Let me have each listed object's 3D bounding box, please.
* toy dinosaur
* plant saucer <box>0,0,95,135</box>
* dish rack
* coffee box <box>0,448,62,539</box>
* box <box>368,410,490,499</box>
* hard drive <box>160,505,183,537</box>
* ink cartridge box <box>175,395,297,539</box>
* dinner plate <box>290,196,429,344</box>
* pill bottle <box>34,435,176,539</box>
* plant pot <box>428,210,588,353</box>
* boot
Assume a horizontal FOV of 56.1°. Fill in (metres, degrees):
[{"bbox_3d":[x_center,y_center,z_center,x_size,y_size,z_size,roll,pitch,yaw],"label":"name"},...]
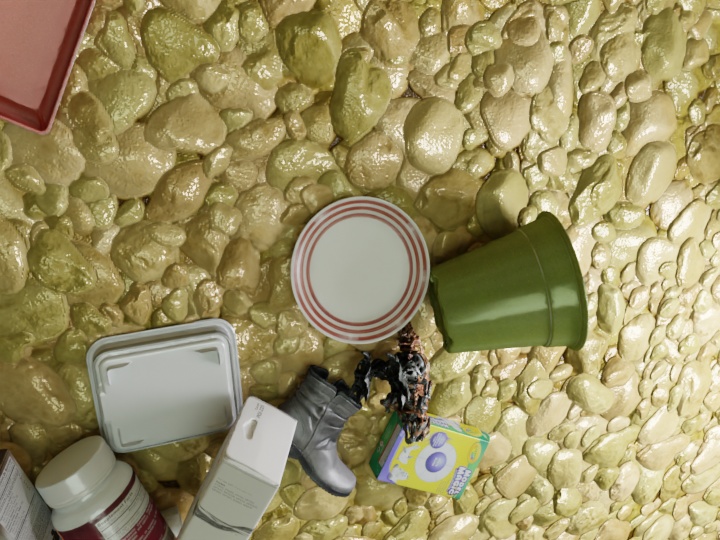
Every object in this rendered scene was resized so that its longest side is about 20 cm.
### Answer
[{"bbox_3d":[0.059,0.153,1.001,0.101,0.204,0.134,-31,163,36],"label":"toy dinosaur"},{"bbox_3d":[-0.389,-0.275,0.696,0.196,0.037,0.203,21,102,-26],"label":"plant saucer"},{"bbox_3d":[-0.258,0.163,0.911,0.195,0.044,0.176,-8,114,-16],"label":"dish rack"},{"bbox_3d":[-0.457,0.317,0.832,0.110,0.081,0.203,-6,129,3],"label":"coffee box"},{"bbox_3d":[0.123,0.302,1.105,0.197,0.048,0.119,20,102,-27],"label":"box"},{"bbox_3d":[-0.348,0.437,0.991,0.196,0.027,0.135,-16,115,-14],"label":"hard drive"},{"bbox_3d":[-0.170,0.294,0.904,0.083,0.146,0.203,26,111,-6],"label":"ink cartridge box"},{"bbox_3d":[0.000,0.000,0.936,0.195,0.024,0.206,-1,98,-9],"label":"dinner plate"},{"bbox_3d":[-0.331,0.329,0.890,0.112,0.114,0.203,-28,108,-8],"label":"pill bottle"},{"bbox_3d":[0.197,0.035,0.967,0.185,0.201,0.204,-12,115,-1],"label":"plant pot"},{"bbox_3d":[-0.041,0.243,1.006,0.132,0.070,0.200,-44,119,2],"label":"boot"}]
